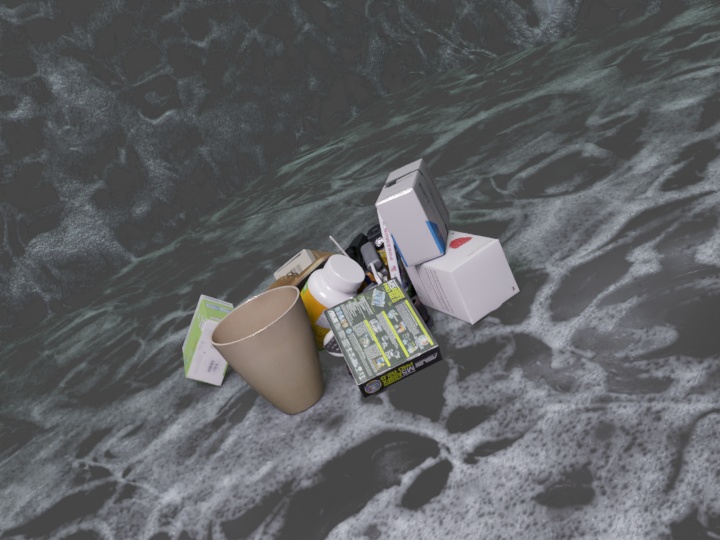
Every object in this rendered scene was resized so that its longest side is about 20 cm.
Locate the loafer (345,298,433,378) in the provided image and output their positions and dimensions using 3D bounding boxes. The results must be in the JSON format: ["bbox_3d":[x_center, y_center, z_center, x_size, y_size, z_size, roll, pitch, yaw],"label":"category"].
[{"bbox_3d":[0.048,0.127,1.427,0.200,0.063,0.072,-34,21,-17],"label":"loafer"}]

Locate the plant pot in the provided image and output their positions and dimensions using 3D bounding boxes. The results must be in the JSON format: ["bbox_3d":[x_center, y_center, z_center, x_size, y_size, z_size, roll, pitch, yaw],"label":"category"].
[{"bbox_3d":[-0.153,0.164,1.395,0.187,0.201,0.187,-24,19,9],"label":"plant pot"}]

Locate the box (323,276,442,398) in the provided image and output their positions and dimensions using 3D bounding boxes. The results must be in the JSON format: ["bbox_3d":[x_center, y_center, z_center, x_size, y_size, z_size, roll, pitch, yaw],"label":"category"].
[{"bbox_3d":[0.038,0.118,1.367,0.160,0.044,0.200,-26,45,-5],"label":"box"}]

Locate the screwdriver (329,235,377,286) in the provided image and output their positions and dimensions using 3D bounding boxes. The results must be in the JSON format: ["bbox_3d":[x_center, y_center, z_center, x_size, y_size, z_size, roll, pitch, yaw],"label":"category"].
[{"bbox_3d":[0.000,0.000,1.585,0.029,0.200,0.028,-6,38,53],"label":"screwdriver"}]

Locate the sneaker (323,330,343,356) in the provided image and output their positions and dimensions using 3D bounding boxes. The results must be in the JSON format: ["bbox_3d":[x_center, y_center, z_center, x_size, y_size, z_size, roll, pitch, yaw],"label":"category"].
[{"bbox_3d":[0.005,0.114,1.519,0.199,0.075,0.081,-28,10,-27],"label":"sneaker"}]

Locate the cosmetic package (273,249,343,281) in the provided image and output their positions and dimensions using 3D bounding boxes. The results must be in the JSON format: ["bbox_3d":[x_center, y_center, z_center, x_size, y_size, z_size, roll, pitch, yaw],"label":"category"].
[{"bbox_3d":[-0.096,0.012,1.715,0.105,0.071,0.200,-37,-19,21],"label":"cosmetic package"}]

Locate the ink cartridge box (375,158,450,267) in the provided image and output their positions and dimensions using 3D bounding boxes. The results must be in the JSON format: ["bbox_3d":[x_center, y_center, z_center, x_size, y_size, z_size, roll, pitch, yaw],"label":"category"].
[{"bbox_3d":[0.109,-0.118,1.476,0.084,0.145,0.200,-21,19,20],"label":"ink cartridge box"}]

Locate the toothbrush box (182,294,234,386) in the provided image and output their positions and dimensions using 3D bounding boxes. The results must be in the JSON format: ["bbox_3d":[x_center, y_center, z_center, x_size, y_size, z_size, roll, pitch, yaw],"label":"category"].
[{"bbox_3d":[-0.351,0.159,1.732,0.146,0.086,0.200,-69,20,7],"label":"toothbrush box"}]

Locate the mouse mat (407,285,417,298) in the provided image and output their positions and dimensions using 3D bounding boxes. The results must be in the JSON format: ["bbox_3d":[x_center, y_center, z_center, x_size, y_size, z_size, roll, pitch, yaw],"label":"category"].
[{"bbox_3d":[0.065,0.045,1.693,0.160,0.008,0.200,-30,19,-7],"label":"mouse mat"}]

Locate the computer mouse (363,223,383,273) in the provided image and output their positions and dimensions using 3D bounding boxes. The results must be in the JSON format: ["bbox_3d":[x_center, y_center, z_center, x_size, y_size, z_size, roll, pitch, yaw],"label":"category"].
[{"bbox_3d":[0.039,-0.047,1.705,0.058,0.034,0.200,-27,27,21],"label":"computer mouse"}]

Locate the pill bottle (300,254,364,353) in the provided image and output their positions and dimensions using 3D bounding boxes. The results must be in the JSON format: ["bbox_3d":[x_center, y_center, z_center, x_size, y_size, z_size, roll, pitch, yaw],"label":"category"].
[{"bbox_3d":[-0.073,0.068,1.531,0.200,0.111,0.111,-57,4,31],"label":"pill bottle"}]

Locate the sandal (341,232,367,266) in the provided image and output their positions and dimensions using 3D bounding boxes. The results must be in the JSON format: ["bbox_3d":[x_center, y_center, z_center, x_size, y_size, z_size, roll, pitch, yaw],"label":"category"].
[{"bbox_3d":[-0.030,-0.028,1.679,0.075,0.048,0.201,-45,16,26],"label":"sandal"}]

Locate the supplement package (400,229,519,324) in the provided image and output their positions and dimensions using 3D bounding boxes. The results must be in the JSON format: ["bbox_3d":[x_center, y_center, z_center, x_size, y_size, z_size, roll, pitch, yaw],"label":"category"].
[{"bbox_3d":[0.192,0.006,1.454,0.121,0.120,0.200,-32,20,-17],"label":"supplement package"}]

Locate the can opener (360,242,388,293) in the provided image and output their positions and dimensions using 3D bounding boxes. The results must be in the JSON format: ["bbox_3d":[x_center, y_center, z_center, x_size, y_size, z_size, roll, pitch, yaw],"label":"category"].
[{"bbox_3d":[0.021,0.005,1.538,0.067,0.053,0.200,-33,23,5],"label":"can opener"}]

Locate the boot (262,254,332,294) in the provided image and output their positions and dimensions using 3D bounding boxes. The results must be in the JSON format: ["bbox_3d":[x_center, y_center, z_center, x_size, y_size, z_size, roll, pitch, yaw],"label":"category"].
[{"bbox_3d":[-0.138,0.024,1.587,0.200,0.074,0.076,-42,56,13],"label":"boot"}]

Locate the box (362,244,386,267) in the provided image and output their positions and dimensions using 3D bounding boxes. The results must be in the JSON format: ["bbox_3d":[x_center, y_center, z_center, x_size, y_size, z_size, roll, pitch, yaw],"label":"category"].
[{"bbox_3d":[0.083,-0.037,1.758,0.199,0.070,0.064,-12,26,43],"label":"box"}]

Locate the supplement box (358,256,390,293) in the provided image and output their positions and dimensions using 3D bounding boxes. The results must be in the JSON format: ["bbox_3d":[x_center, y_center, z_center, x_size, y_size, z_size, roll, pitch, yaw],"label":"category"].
[{"bbox_3d":[-0.010,0.046,1.679,0.199,0.067,0.069,-27,16,-3],"label":"supplement box"}]

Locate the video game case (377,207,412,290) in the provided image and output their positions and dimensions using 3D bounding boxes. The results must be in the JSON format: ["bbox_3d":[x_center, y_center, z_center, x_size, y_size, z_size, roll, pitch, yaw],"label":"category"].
[{"bbox_3d":[0.080,-0.054,1.571,0.023,0.183,0.200,-10,7,13],"label":"video game case"}]
